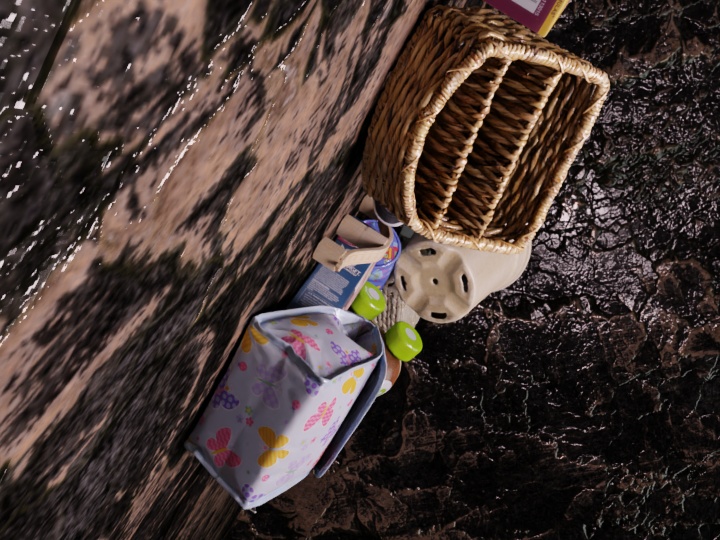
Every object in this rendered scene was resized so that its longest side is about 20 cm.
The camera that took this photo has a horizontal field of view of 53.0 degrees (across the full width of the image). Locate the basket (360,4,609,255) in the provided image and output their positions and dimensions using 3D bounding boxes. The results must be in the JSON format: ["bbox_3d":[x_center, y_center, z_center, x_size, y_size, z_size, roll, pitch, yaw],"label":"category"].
[{"bbox_3d":[0.104,-0.121,0.663,0.142,0.149,0.201,-16,139,-45],"label":"basket"}]

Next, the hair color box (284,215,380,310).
[{"bbox_3d":[-0.042,0.033,0.937,0.201,0.060,0.100,-57,176,-37],"label":"hair color box"}]

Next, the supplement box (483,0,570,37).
[{"bbox_3d":[0.212,-0.363,0.789,0.200,0.103,0.131,-53,173,-49],"label":"supplement box"}]

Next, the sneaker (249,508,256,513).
[{"bbox_3d":[-0.140,0.257,0.998,0.060,0.104,0.200,-57,169,9],"label":"sneaker"}]

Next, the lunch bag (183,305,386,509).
[{"bbox_3d":[-0.059,0.135,0.770,0.171,0.127,0.200,-58,160,15],"label":"lunch bag"}]

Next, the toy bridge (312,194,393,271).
[{"bbox_3d":[0.004,-0.042,0.894,0.027,0.067,0.200,-59,177,29],"label":"toy bridge"}]

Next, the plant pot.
[{"bbox_3d":[0.146,-0.018,1.131,0.183,0.200,0.201,-41,164,-52],"label":"plant pot"}]

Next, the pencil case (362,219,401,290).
[{"bbox_3d":[0.000,0.000,1.118,0.200,0.086,0.079,116,-35,-61],"label":"pencil case"}]

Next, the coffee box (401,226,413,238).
[{"bbox_3d":[0.133,-0.160,1.287,0.201,0.079,0.115,118,-21,-45],"label":"coffee box"}]

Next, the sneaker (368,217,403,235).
[{"bbox_3d":[0.073,-0.132,1.198,0.201,0.075,0.115,-52,-173,15],"label":"sneaker"}]

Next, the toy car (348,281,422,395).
[{"bbox_3d":[-0.030,0.135,1.005,0.164,0.158,0.200,-43,180,25],"label":"toy car"}]

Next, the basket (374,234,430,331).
[{"bbox_3d":[0.049,0.036,1.332,0.136,0.122,0.201,-56,160,-34],"label":"basket"}]

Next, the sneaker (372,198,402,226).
[{"bbox_3d":[0.060,-0.140,0.831,0.202,0.075,0.114,-66,174,15],"label":"sneaker"}]
